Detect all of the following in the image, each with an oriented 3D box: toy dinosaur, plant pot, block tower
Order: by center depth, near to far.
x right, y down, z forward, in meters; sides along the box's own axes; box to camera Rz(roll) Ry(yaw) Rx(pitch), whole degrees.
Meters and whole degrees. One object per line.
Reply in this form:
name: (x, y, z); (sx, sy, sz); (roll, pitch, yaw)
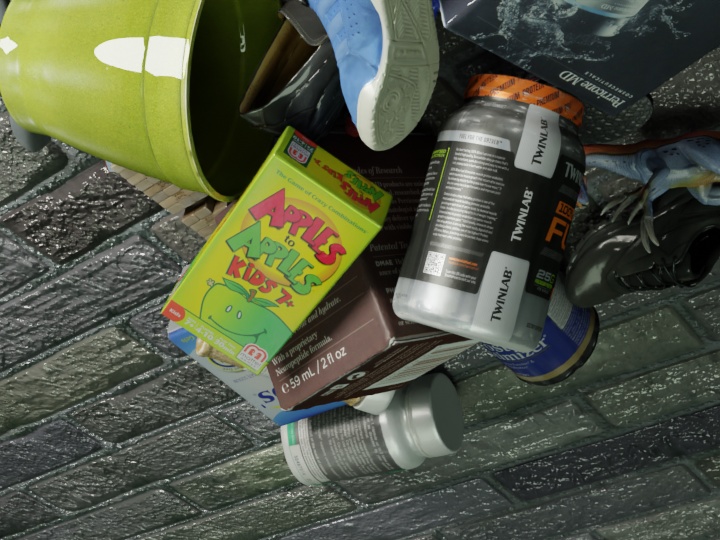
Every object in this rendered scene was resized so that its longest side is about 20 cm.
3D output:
plant pot: (-0.186, -0.168, 0.996); (0.192, 0.201, 0.201); (8, 142, 16)
toy dinosaur: (0.275, -0.089, 1.079); (0.181, 0.201, 0.105); (25, 155, 17)
block tower: (-0.151, -0.077, 1.161); (0.054, 0.058, 0.200); (-25, 130, 34)

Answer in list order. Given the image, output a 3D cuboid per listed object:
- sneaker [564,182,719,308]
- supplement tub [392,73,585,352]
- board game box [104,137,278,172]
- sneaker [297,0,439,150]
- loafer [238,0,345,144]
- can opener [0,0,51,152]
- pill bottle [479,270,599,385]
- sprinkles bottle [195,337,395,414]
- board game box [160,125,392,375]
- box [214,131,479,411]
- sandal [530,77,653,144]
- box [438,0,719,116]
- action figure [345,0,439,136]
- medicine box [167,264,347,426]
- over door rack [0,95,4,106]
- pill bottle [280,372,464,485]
sneaker: (0.282, -0.015, 1.148); (0.200, 0.091, 0.076); (-37, 131, 27)
supplement tub: (0.106, -0.045, 0.952); (0.122, 0.201, 0.123); (15, 178, 0)
board game box: (-0.156, -0.134, 1.149); (0.198, 0.020, 0.103); (1, 142, 7)
sneaker: (-0.004, -0.191, 0.904); (0.111, 0.077, 0.201); (38, 151, 31)
loafer: (-0.032, -0.195, 0.957); (0.072, 0.073, 0.201); (8, 111, -42)
can opener: (-0.291, -0.189, 1.066); (0.052, 0.067, 0.201); (19, 140, 22)
pill bottle: (0.148, 0.023, 1.220); (0.111, 0.112, 0.200); (-24, 132, 32)
sprinkles bottle: (-0.061, 0.083, 1.196); (0.199, 0.069, 0.068); (20, 139, -15)
board game box: (-0.072, -0.011, 0.984); (0.101, 0.048, 0.200); (34, 126, -9)
box: (0.000, 0.000, 1.101); (0.164, 0.201, 0.166); (-6, 158, -45)
sandal: (0.166, -0.146, 1.077); (0.199, 0.045, 0.075); (-7, 135, 39)
box: (0.187, -0.236, 0.867); (0.196, 0.118, 0.200); (18, 142, -37)
action figure: (0.033, -0.208, 1.008); (0.065, 0.099, 0.201); (21, 116, -14)
medicine box: (-0.072, 0.058, 1.303); (0.181, 0.103, 0.200); (-22, 132, 31)
over door rack: (-0.418, -0.198, 1.061); (0.199, 0.067, 0.148); (-15, 140, -7)
pill bottle: (0.015, 0.187, 1.436); (0.199, 0.114, 0.113); (-14, 136, 25)
